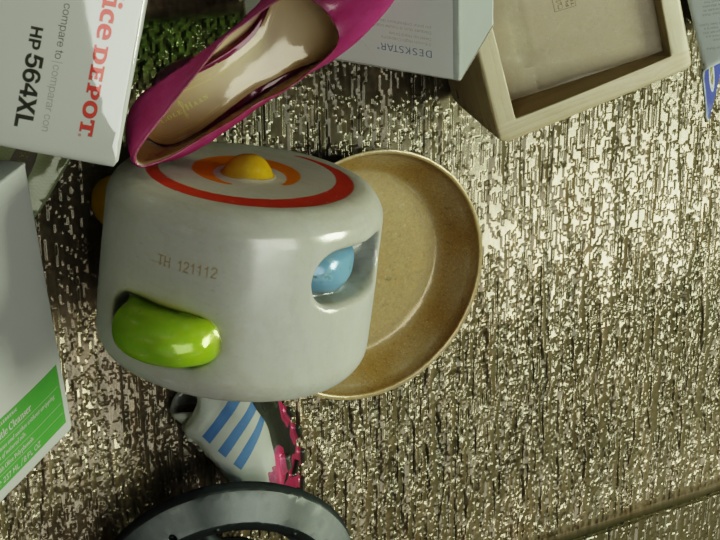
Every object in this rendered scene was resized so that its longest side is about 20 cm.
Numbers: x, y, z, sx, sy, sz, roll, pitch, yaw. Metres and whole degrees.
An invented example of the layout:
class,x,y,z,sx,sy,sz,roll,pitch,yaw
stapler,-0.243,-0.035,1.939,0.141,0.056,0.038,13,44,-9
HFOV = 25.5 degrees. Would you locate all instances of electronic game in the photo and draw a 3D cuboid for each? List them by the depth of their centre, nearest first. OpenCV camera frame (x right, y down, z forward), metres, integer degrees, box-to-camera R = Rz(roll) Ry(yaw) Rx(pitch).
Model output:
class,x,y,z,sx,sy,sz,roll,pitch,yaw
electronic game,-0.102,0.234,1.217,0.199,0.042,0.201,-9,131,-10

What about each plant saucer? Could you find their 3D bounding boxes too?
class,x,y,z,sx,sy,sz,roll,pitch,yaw
plant saucer,0.000,0.000,1.215,0.199,0.035,0.201,-11,114,-25

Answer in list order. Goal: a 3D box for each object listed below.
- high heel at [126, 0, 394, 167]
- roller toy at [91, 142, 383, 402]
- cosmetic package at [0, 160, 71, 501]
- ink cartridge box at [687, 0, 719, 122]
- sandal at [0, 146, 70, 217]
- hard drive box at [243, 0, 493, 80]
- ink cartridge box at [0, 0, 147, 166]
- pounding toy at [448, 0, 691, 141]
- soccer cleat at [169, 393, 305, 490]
class,x,y,z,sx,sy,sz,roll,pitch,yaw
high heel,-0.059,-0.127,0.995,0.200,0.096,0.067,-30,118,24
roller toy,-0.080,-0.010,1.053,0.182,0.200,0.140,1,110,-18
cosmetic package,-0.259,0.037,1.023,0.108,0.084,0.201,-52,144,-54
ink cartridge box,0.274,-0.246,1.199,0.200,0.040,0.201,-64,143,-50
sandal,-0.197,-0.113,1.042,0.080,0.057,0.202,16,101,-34
hard drive box,0.002,-0.234,1.015,0.077,0.155,0.201,-59,155,-45
ink cartridge box,-0.229,-0.155,0.952,0.199,0.084,0.147,10,101,-11
pounding toy,0.153,-0.208,1.176,0.199,0.142,0.185,-22,119,-8
soccer cleat,-0.094,0.120,1.200,0.086,0.070,0.201,-2,130,10
